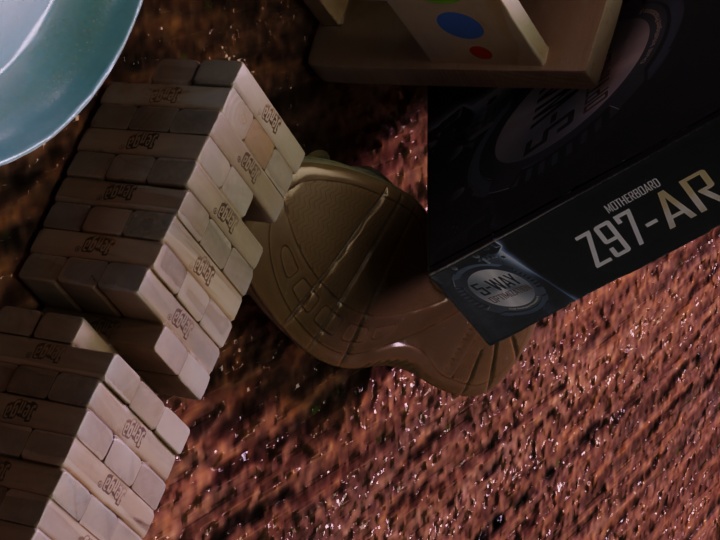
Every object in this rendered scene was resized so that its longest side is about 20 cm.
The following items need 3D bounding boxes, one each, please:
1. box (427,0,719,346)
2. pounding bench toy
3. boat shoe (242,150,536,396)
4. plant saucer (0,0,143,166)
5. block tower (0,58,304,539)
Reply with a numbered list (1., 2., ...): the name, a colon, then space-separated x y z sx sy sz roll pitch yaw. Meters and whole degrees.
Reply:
1. box: 0.103 -0.079 0.729 0.044 0.160 0.200 48 26 -29
2. pounding bench toy: 0.031 -0.195 0.690 0.156 0.124 0.200 47 55 -52
3. boat shoe: 0.000 0.000 0.746 0.073 0.063 0.200 -54 144 1
4. plant saucer: -0.126 -0.128 0.531 0.200 0.027 0.201 -16 109 -57
5. block tower: -0.084 0.027 0.602 0.058 0.054 0.200 54 51 -48
